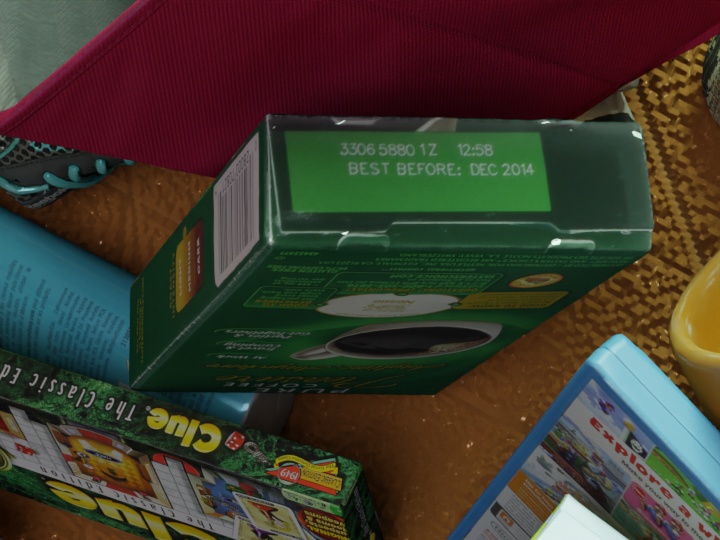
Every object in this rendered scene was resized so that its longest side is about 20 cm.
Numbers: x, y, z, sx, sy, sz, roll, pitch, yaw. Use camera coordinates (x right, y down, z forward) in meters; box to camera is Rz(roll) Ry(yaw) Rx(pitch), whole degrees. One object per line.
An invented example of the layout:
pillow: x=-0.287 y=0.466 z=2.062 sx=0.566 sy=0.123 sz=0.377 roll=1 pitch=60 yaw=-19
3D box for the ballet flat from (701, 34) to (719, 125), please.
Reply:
ballet flat: x=0.200 y=-0.098 z=0.722 sx=0.199 sy=0.075 sz=0.068 roll=-22 pitch=88 yaw=18

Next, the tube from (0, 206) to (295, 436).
tube: x=-0.120 y=0.015 z=0.849 sx=0.199 sy=0.050 sz=0.078 roll=25 pitch=123 yaw=16

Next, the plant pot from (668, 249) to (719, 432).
plant pot: x=0.224 y=0.054 z=0.676 sx=0.199 sy=0.200 sz=0.184 roll=-26 pitch=101 yaw=18

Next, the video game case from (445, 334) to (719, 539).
video game case: x=0.101 y=0.112 z=0.722 sx=0.018 sy=0.200 sz=0.143 roll=-38 pitch=79 yaw=-23

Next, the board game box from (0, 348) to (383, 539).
board game box: x=-0.088 y=0.072 z=0.818 sx=0.198 sy=0.105 sz=0.024 roll=16 pitch=66 yaw=17

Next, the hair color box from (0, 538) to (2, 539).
hair color box: x=-0.233 y=0.146 z=0.864 sx=0.099 sy=0.061 sz=0.200 roll=44 pitch=120 yaw=11

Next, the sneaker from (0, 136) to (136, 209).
sneaker: x=-0.103 y=-0.063 z=0.833 sx=0.199 sy=0.077 sz=0.092 roll=22 pitch=109 yaw=23

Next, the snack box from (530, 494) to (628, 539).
snack box: x=0.099 y=0.181 z=0.713 sx=0.168 sy=0.200 sz=0.068 roll=36 pitch=63 yaw=14

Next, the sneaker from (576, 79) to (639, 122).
sneaker: x=0.070 y=-0.110 z=0.770 sx=0.081 sy=0.075 sz=0.202 roll=22 pitch=100 yaw=24

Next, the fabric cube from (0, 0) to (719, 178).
fabric cube: x=-0.003 y=-0.154 z=0.670 sx=0.199 sy=0.199 sz=0.198 roll=-33 pitch=63 yaw=34

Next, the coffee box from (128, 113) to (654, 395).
coffee box: x=0.000 y=0.000 z=0.714 sx=0.122 sy=0.200 sz=0.044 roll=0 pitch=75 yaw=-16
